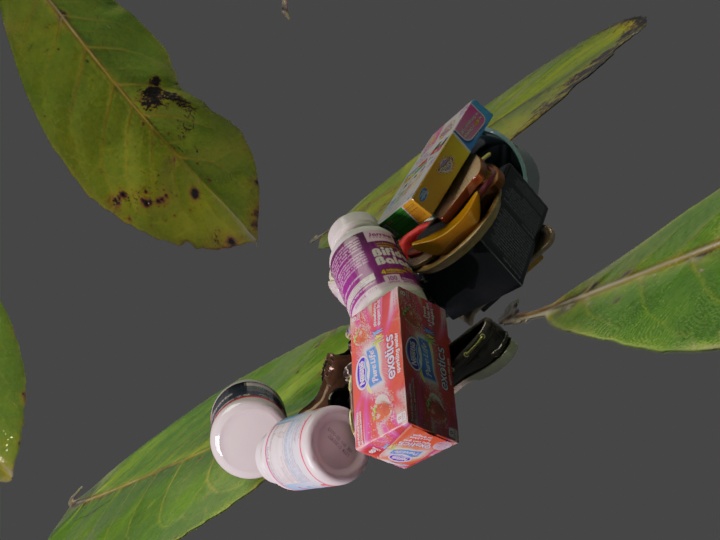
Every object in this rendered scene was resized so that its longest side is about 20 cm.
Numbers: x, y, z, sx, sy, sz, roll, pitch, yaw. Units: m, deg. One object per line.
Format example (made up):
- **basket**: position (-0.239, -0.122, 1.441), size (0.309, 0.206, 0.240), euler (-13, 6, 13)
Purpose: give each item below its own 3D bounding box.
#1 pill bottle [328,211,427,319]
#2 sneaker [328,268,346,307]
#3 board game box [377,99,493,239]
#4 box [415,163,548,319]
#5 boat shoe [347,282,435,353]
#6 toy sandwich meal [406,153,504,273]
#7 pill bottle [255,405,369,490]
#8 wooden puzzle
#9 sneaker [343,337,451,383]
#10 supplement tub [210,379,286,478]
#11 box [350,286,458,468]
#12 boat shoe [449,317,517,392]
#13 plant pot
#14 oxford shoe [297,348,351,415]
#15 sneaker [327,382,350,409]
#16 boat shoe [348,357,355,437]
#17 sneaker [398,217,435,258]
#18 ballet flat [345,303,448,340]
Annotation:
- **pill bottle**: position (0.018, 0.006, 1.433), size (0.112, 0.112, 0.201), euler (-38, 44, 13)
- **sneaker**: position (0.000, 0.000, 1.582), size (0.081, 0.088, 0.200), euler (-44, 10, 19)
- **board game box**: position (0.110, -0.150, 1.497), size (0.201, 0.040, 0.153), euler (-58, 9, -22)
- **box**: position (0.190, -0.047, 1.544), size (0.148, 0.107, 0.201), euler (-29, 22, 41)
- **boat shoe**: position (0.044, 0.079, 1.553), size (0.072, 0.068, 0.199), euler (-34, 0, -45)
- **toy sandwich meal**: position (0.132, -0.083, 1.461), size (0.205, 0.070, 0.206), euler (-41, 17, 16)
- **pill bottle**: position (-0.077, 0.264, 1.436), size (0.109, 0.109, 0.199), euler (-47, 11, -31)
- **wooden puzzle**: position (0.229, 0.003, 1.614), size (0.200, 0.037, 0.185), euler (-46, 10, 0)
- **sneaker**: position (0.061, 0.148, 1.508), size (0.199, 0.078, 0.085), euler (-20, 9, 39)
- **supplement tub**: position (-0.198, 0.276, 1.751), size (0.140, 0.141, 0.200), euler (-41, 10, -2)
- **box**: position (0.054, 0.138, 1.270), size (0.099, 0.095, 0.202), euler (-34, 44, 37)
- **boat shoe**: position (0.120, 0.131, 1.341), size (0.200, 0.061, 0.072), euler (-36, 14, 30)
- **plant pot**: position (0.232, -0.160, 1.787), size (0.200, 0.201, 0.196), euler (-37, -9, 24)
- **oxford shoe**: position (-0.047, 0.189, 1.718), size (0.200, 0.085, 0.073), euler (-46, 13, -16)
- **sneaker**: position (-0.022, 0.215, 1.491), size (0.074, 0.088, 0.199), euler (-47, 11, -30)
- **boat shoe**: position (0.016, 0.157, 1.396), size (0.201, 0.071, 0.060), euler (-90, 21, -46)
- **sneaker**: position (0.072, -0.009, 1.685), size (0.199, 0.077, 0.085), euler (-37, 27, 13)
- **ballet flat**: position (0.058, 0.061, 1.630), size (0.198, 0.073, 0.072), euler (-16, 18, 18)
